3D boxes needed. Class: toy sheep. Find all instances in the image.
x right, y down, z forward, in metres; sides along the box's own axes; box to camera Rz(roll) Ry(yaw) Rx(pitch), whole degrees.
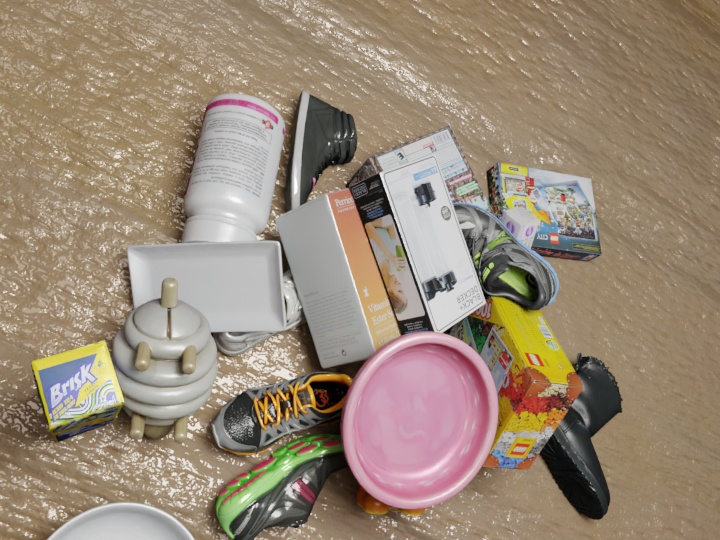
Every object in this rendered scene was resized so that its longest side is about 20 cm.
[{"bbox_3d":[-0.221,0.103,0.746,0.134,0.205,0.139,15,24,-7],"label":"toy sheep"}]

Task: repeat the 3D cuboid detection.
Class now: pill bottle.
[{"bbox_3d":[-0.167,-0.113,0.859,0.110,0.113,0.206,15,68,-18],"label":"pill bottle"}]

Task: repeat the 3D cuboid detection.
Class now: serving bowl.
[{"bbox_3d":[-0.262,0.355,0.702,0.194,0.066,0.207,7,72,-21],"label":"serving bowl"}]

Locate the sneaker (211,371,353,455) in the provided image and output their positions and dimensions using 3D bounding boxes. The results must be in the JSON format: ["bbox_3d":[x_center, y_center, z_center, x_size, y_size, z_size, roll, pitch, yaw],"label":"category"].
[{"bbox_3d":[-0.090,0.168,0.824,0.195,0.077,0.080,-15,72,-28],"label":"sneaker"}]

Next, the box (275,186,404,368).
[{"bbox_3d":[0.000,0.000,0.862,0.150,0.105,0.206,-21,93,-47],"label":"box"}]

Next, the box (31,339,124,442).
[{"bbox_3d":[-0.291,0.130,0.682,0.068,0.200,0.066,-16,80,-26],"label":"box"}]

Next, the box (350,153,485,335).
[{"bbox_3d":[0.075,-0.030,0.823,0.115,0.059,0.206,-22,95,-43],"label":"box"}]

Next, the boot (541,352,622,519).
[{"bbox_3d":[0.346,0.244,1.003,0.161,0.073,0.201,-32,88,-31],"label":"boot"}]

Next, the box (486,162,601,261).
[{"bbox_3d":[0.308,-0.096,1.104,0.194,0.038,0.141,6,72,-22],"label":"box"}]

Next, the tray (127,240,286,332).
[{"bbox_3d":[-0.184,0.019,0.799,0.193,0.022,0.111,-1,100,10],"label":"tray"}]

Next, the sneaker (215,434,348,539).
[{"bbox_3d":[-0.082,0.267,0.814,0.196,0.076,0.086,-24,101,-24],"label":"sneaker"}]

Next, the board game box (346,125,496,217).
[{"bbox_3d":[0.098,-0.082,0.975,0.156,0.097,0.205,-24,85,-27],"label":"board game box"}]

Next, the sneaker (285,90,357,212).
[{"bbox_3d":[-0.053,-0.159,0.946,0.096,0.071,0.206,12,66,-14],"label":"sneaker"}]

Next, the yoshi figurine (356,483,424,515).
[{"bbox_3d":[0.057,0.202,0.835,0.108,0.112,0.207,5,81,14],"label":"yoshi figurine"}]

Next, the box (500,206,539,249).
[{"bbox_3d":[0.205,0.009,0.949,0.038,0.205,0.041,-14,40,-31],"label":"box"}]

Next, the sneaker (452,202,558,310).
[{"bbox_3d":[0.171,-0.020,0.864,0.198,0.072,0.082,37,31,11],"label":"sneaker"}]

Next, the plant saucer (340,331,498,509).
[{"bbox_3d":[0.066,0.171,0.773,0.194,0.051,0.208,-3,97,-20],"label":"plant saucer"}]

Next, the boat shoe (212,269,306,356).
[{"bbox_3d":[-0.100,0.044,0.865,0.198,0.069,0.072,-35,90,-28],"label":"boat shoe"}]

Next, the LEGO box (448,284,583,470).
[{"bbox_3d":[0.190,0.130,0.873,0.075,0.152,0.202,9,34,-19],"label":"LEGO box"}]
